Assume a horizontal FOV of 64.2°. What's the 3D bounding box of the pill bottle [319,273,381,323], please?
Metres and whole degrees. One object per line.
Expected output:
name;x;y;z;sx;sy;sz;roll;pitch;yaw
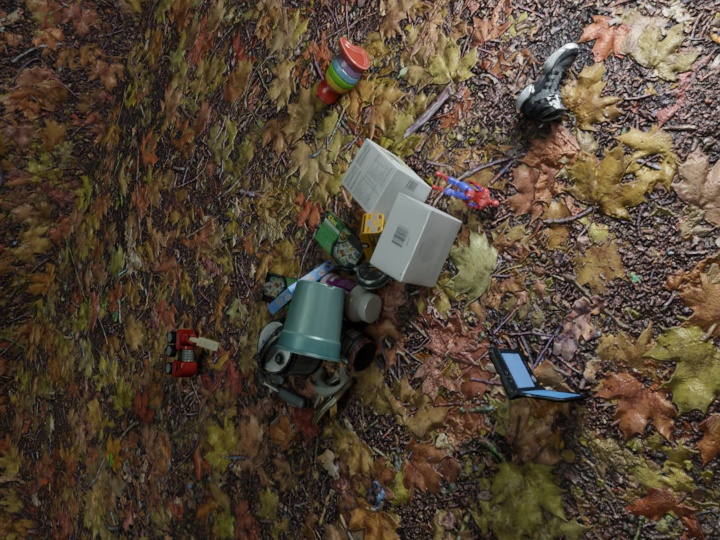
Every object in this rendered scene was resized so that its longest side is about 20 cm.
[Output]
pill bottle;-0.034;0.087;1.732;0.196;0.111;0.116;18;94;38

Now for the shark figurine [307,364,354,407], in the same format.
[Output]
shark figurine;-0.112;0.338;1.719;0.212;0.089;0.131;-12;46;59

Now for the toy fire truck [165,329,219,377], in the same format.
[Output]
toy fire truck;-0.640;0.317;2.184;0.196;0.126;0.183;-5;80;47

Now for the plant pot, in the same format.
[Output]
plant pot;-0.129;0.139;1.624;0.195;0.198;0.203;8;83;37

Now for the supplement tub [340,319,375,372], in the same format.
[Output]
supplement tub;-0.053;0.211;1.734;0.198;0.105;0.110;32;103;37

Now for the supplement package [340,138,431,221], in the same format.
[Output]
supplement package;0.071;-0.245;1.648;0.153;0.149;0.201;-56;42;17

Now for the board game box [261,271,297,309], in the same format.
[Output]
board game box;-0.261;0.074;1.968;0.196;0.023;0.109;13;90;39

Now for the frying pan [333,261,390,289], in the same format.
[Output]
frying pan;0.013;-0.009;1.725;0.114;0.032;0.189;-36;48;-22

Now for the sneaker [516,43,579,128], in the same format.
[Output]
sneaker;0.488;-0.452;1.428;0.201;0.074;0.115;-50;58;28

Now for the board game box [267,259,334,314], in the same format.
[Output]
board game box;-0.183;0.050;1.781;0.037;0.199;0.151;52;137;0

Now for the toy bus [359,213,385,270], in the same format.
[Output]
toy bus;0.044;-0.077;1.609;0.075;0.202;0.067;-1;60;13

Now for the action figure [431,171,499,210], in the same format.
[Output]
action figure;0.290;-0.213;1.563;0.197;0.051;0.067;30;107;32

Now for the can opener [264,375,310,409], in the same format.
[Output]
can opener;-0.242;0.395;1.888;0.196;0.052;0.069;23;96;38

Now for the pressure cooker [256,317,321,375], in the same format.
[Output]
pressure cooker;-0.229;0.241;1.808;0.174;0.197;0.183;-1;83;37

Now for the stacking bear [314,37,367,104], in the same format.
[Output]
stacking bear;-0.070;-0.629;1.873;0.199;0.119;0.117;-40;54;37

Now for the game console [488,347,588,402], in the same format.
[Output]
game console;0.406;0.237;1.311;0.115;0.197;0.180;-36;63;26

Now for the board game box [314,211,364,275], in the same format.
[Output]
board game box;-0.064;-0.088;1.827;0.200;0.023;0.106;47;113;32

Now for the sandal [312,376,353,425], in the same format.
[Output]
sandal;-0.080;0.410;1.756;0.054;0.080;0.201;41;103;-4

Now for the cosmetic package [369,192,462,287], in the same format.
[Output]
cosmetic package;0.153;-0.077;1.553;0.121;0.198;0.205;30;101;34
